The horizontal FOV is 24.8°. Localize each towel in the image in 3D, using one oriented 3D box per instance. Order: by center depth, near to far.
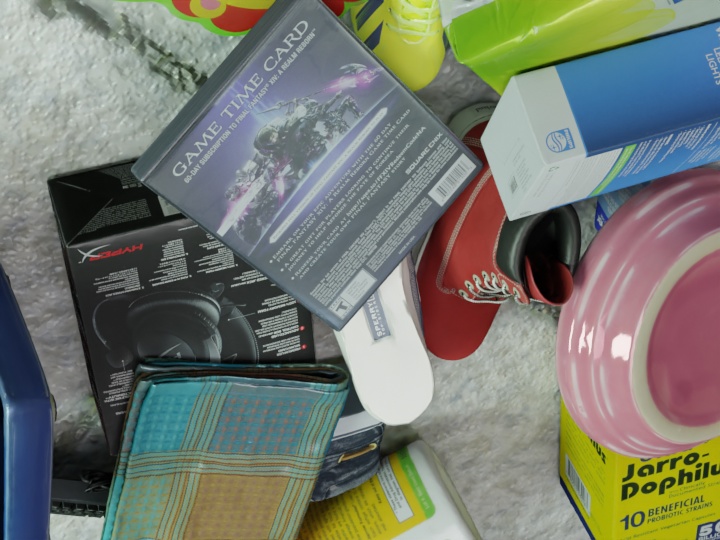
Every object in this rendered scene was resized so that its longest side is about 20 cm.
[{"bbox_3d":[-0.096,0.143,1.098,0.146,0.022,0.201,3,125,-23],"label":"towel"}]

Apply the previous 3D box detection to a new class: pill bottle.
[{"bbox_3d":[-0.013,0.223,1.240,0.199,0.111,0.111,-29,132,3],"label":"pill bottle"}]

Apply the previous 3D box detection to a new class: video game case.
[{"bbox_3d":[-0.025,-0.062,0.976,0.143,0.019,0.200,-49,134,2],"label":"video game case"}]

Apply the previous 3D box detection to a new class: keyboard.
[{"bbox_3d":[-0.171,0.161,1.146,0.199,0.021,0.127,9,158,-28],"label":"keyboard"}]

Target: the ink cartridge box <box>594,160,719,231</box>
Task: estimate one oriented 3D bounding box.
[{"bbox_3d":[0.240,-0.075,1.125,0.136,0.076,0.201,-10,128,-14],"label":"ink cartridge box"}]

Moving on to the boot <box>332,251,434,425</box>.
[{"bbox_3d":[0.000,0.000,1.101,0.072,0.090,0.201,-12,103,-3],"label":"boot"}]

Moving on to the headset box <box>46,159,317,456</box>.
[{"bbox_3d":[-0.110,0.024,1.064,0.148,0.077,0.201,-14,132,-11],"label":"headset box"}]

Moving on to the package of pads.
[{"bbox_3d":[0.155,-0.164,0.934,0.199,0.068,0.154,-22,166,15],"label":"package of pads"}]

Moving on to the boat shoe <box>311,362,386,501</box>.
[{"bbox_3d":[-0.074,0.130,1.168,0.199,0.071,0.091,-9,132,-14],"label":"boat shoe"}]

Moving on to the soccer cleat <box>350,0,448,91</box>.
[{"bbox_3d":[0.037,-0.183,0.951,0.064,0.084,0.201,-7,129,-19],"label":"soccer cleat"}]

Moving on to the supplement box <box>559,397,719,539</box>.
[{"bbox_3d":[0.222,0.118,1.251,0.108,0.110,0.201,-14,130,-11],"label":"supplement box"}]

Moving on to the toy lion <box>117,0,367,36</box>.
[{"bbox_3d":[-0.085,-0.194,0.894,0.199,0.069,0.192,-10,147,8],"label":"toy lion"}]

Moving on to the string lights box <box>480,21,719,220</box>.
[{"bbox_3d":[0.180,-0.095,0.966,0.199,0.059,0.103,-16,167,-11],"label":"string lights box"}]

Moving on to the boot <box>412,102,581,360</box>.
[{"bbox_3d":[0.089,0.010,1.088,0.072,0.144,0.201,-6,130,-20],"label":"boot"}]

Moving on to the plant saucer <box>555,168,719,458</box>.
[{"bbox_3d":[0.220,0.035,1.078,0.200,0.051,0.201,-14,116,-30],"label":"plant saucer"}]

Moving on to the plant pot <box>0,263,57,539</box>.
[{"bbox_3d":[-0.287,0.101,0.980,0.179,0.200,0.201,-8,129,-23],"label":"plant pot"}]
